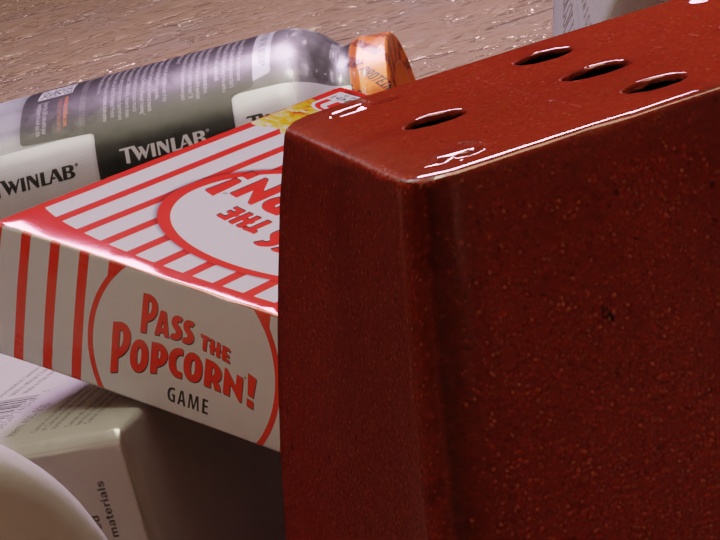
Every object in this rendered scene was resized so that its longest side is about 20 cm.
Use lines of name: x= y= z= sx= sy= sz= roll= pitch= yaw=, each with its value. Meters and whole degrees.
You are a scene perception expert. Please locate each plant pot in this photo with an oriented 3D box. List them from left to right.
plant pot: x=0.078 y=0.033 z=0.733 sx=0.200 sy=0.176 sz=0.200 roll=-19 pitch=12 yaw=-11

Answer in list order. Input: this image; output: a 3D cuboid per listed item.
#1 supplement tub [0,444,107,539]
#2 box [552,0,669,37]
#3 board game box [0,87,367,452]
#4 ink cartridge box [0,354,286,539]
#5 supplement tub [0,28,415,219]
supplement tub: x=-0.168 y=0.113 z=0.758 sx=0.200 sy=0.146 sz=0.145 roll=-4 pitch=17 yaw=42
box: x=0.187 y=-0.125 z=1.044 sx=0.200 sy=0.171 sz=0.199 roll=19 pitch=29 yaw=-6
board game box: x=0.000 y=0.000 z=0.967 sx=0.151 sy=0.046 sz=0.200 roll=18 pitch=24 yaw=27
ink cartridge box: x=-0.131 y=0.082 z=0.994 sx=0.200 sy=0.083 sz=0.147 roll=-10 pitch=13 yaw=21
supplement tub: x=-0.069 y=-0.039 z=1.357 sx=0.200 sy=0.123 sz=0.123 roll=-14 pitch=12 yaw=10
